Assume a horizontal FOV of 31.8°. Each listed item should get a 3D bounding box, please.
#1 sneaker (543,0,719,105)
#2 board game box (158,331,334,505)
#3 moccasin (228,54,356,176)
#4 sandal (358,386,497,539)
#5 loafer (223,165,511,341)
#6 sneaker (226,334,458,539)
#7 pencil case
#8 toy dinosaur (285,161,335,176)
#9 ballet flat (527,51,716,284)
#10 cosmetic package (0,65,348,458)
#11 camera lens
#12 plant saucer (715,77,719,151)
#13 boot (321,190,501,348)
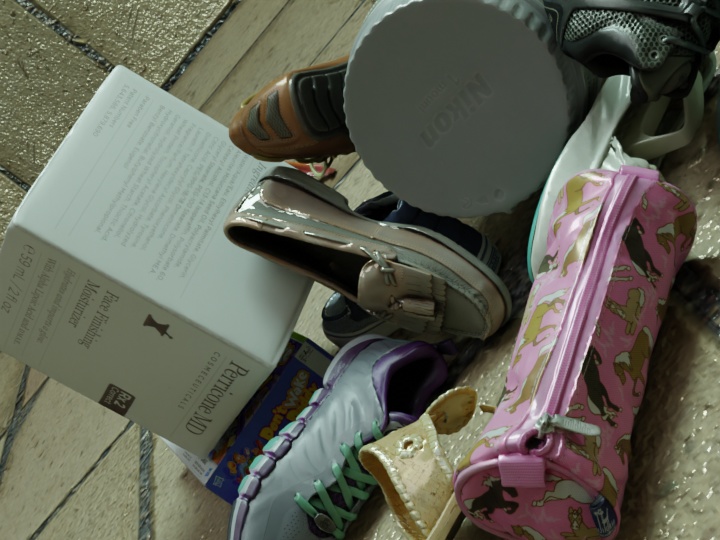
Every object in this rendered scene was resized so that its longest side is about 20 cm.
[{"bbox_3d":[0.198,-0.155,0.696,0.198,0.076,0.115,-13,77,23],"label":"sneaker"},{"bbox_3d":[-0.095,0.108,1.036,0.135,0.045,0.200,-55,19,-8],"label":"board game box"},{"bbox_3d":[-0.021,-0.108,0.899,0.077,0.074,0.201,-17,7,31],"label":"moccasin"},{"bbox_3d":[0.027,0.117,0.664,0.078,0.069,0.213,94,-162,-60],"label":"sandal"},{"bbox_3d":[0.000,0.000,0.822,0.063,0.199,0.072,-43,-29,-38],"label":"loafer"},{"bbox_3d":[-0.011,0.118,0.788,0.087,0.074,0.201,-14,41,53],"label":"sneaker"},{"bbox_3d":[0.111,0.039,0.631,0.086,0.083,0.201,-29,28,50],"label":"pencil case"},{"bbox_3d":[-0.151,-0.125,1.372,0.200,0.181,0.105,-40,22,29],"label":"toy dinosaur"},{"bbox_3d":[0.161,-0.069,0.752,0.069,0.069,0.201,-20,36,57],"label":"ballet flat"},{"bbox_3d":[-0.145,-0.002,0.922,0.165,0.199,0.166,-52,11,51],"label":"cosmetic package"},{"bbox_3d":[0.084,-0.142,0.850,0.160,0.160,0.200,-40,9,31],"label":"camera lens"},{"bbox_3d":[0.260,-0.132,0.667,0.200,0.036,0.201,-44,21,22],"label":"plant saucer"},{"bbox_3d":[0.010,-0.005,0.927,0.199,0.090,0.073,-27,31,51],"label":"boot"}]
